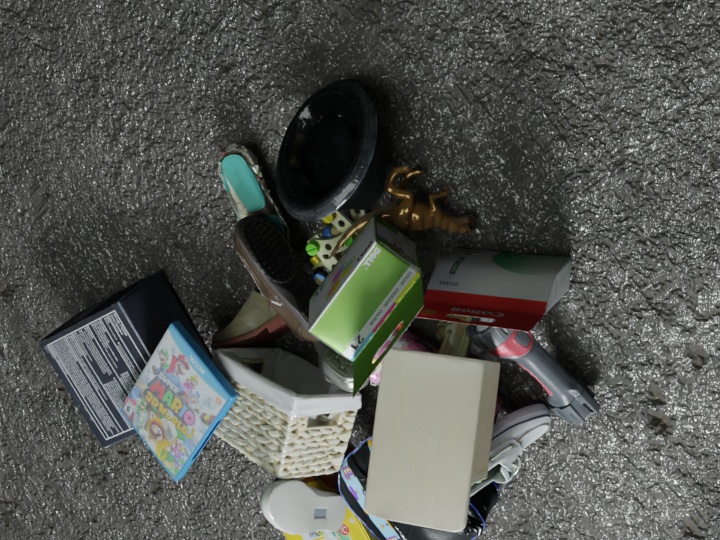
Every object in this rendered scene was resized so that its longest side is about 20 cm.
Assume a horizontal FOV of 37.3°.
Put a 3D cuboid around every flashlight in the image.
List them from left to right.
[{"bbox_3d":[0.221,0.121,1.374,0.068,0.068,0.200,-39,114,18],"label":"flashlight"}]

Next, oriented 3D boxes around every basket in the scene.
[{"bbox_3d":[-0.114,0.199,1.508,0.198,0.134,0.126,22,103,44],"label":"basket"}]

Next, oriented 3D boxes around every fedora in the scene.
[{"bbox_3d":[-0.021,-0.141,1.362,0.091,0.204,0.199,26,134,-38],"label":"fedora"}]

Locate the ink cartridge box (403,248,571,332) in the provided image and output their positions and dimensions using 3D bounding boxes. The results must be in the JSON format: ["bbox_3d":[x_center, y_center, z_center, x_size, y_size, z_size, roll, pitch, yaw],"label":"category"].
[{"bbox_3d":[0.159,0.019,1.306,0.158,0.199,0.051,6,103,23],"label":"ink cartridge box"}]

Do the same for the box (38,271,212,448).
[{"bbox_3d":[-0.355,0.140,1.660,0.196,0.123,0.202,-23,102,33],"label":"box"}]

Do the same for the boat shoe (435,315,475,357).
[{"bbox_3d":[0.109,0.112,1.405,0.062,0.073,0.204,15,88,7],"label":"boat shoe"}]

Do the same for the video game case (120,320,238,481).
[{"bbox_3d":[-0.265,0.191,1.539,0.143,0.018,0.201,48,125,17],"label":"video game case"}]

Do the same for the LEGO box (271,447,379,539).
[{"bbox_3d":[-0.036,0.393,1.640,0.147,0.077,0.202,-22,101,32],"label":"LEGO box"}]

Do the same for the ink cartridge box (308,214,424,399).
[{"bbox_3d":[0.005,0.038,1.287,0.075,0.201,0.149,34,106,-12],"label":"ink cartridge box"}]

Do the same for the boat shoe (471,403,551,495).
[{"bbox_3d":[0.180,0.253,1.415,0.067,0.198,0.074,53,166,33],"label":"boat shoe"}]

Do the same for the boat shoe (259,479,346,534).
[{"bbox_3d":[-0.092,0.326,1.493,0.067,0.199,0.074,4,83,30],"label":"boat shoe"}]

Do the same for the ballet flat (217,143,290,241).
[{"bbox_3d":[-0.140,-0.084,1.493,0.074,0.064,0.203,-13,107,11],"label":"ballet flat"}]

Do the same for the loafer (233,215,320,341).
[{"bbox_3d":[-0.114,0.020,1.451,0.071,0.073,0.202,-32,93,46],"label":"loafer"}]

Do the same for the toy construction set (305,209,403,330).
[{"bbox_3d":[0.000,0.000,1.450,0.130,0.092,0.202,-34,84,33],"label":"toy construction set"}]

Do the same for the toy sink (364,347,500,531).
[{"bbox_3d":[0.091,0.204,1.314,0.128,0.112,0.204,5,86,19],"label":"toy sink"}]

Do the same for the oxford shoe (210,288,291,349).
[{"bbox_3d":[-0.149,0.068,1.574,0.198,0.070,0.076,-23,74,33],"label":"oxford shoe"}]

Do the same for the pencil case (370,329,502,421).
[{"bbox_3d":[0.101,0.161,1.469,0.198,0.083,0.087,35,125,8],"label":"pencil case"}]

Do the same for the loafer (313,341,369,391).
[{"bbox_3d":[-0.023,0.125,1.463,0.069,0.200,0.071,-12,108,-7],"label":"loafer"}]

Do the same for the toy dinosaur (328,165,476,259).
[{"bbox_3d":[0.052,-0.076,1.368,0.196,0.060,0.109,-3,86,2],"label":"toy dinosaur"}]

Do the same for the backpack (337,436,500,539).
[{"bbox_3d":[0.075,0.306,1.513,0.200,0.135,0.183,45,124,1],"label":"backpack"}]
